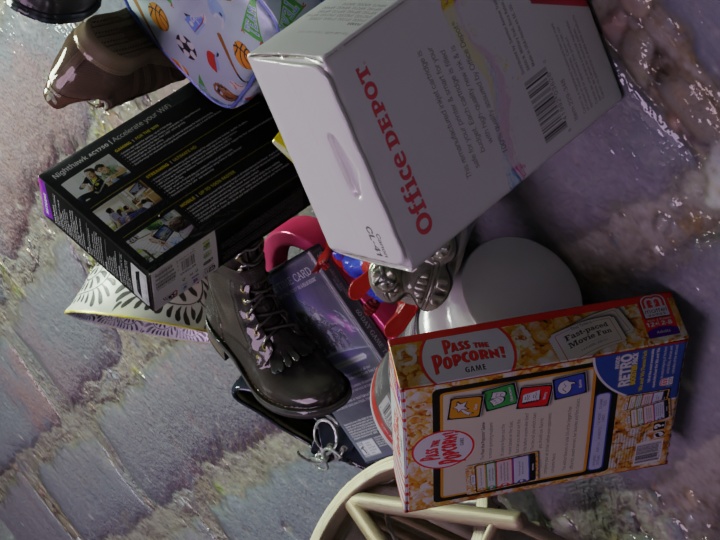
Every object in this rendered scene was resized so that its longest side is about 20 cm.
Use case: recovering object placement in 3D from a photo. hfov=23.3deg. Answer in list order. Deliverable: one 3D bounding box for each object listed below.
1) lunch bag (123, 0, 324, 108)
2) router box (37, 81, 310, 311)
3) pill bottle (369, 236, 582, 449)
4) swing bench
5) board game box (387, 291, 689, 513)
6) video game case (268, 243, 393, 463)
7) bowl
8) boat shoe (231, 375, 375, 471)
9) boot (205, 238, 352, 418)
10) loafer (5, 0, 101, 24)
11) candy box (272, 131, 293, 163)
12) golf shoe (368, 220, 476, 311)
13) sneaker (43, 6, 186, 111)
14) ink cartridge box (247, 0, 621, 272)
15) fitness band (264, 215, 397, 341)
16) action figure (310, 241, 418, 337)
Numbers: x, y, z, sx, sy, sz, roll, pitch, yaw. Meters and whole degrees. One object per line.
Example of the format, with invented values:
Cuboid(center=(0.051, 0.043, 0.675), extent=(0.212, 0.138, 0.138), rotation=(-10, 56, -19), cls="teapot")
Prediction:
Cuboid(center=(-0.109, -0.220, 1.341), extent=(0.160, 0.076, 0.200), rotation=(49, 155, 0), cls="lunch bag")
Cuboid(center=(-0.142, -0.073, 1.447), extent=(0.149, 0.200, 0.051), rotation=(39, 149, 28), cls="router box")
Cuboid(center=(0.088, 0.064, 1.324), extent=(0.116, 0.116, 0.200), rotation=(48, 148, 11), cls="pill bottle")
Cuboid(center=(0.098, 0.247, 1.443), extent=(0.199, 0.130, 0.200), rotation=(30, 176, -41), cls="swing bench")
Cuboid(center=(0.121, 0.095, 1.226), extent=(0.152, 0.199, 0.046), rotation=(88, 171, -49), cls="board game box")
Cuboid(center=(-0.015, 0.078, 1.554), extent=(0.200, 0.019, 0.143), rotation=(57, 151, -4), cls="video game case")
Cuboid(center=(-0.183, 0.015, 1.709), extent=(0.200, 0.200, 0.095), rotation=(-3, 77, 60), cls="bowl")
Cuboid(center=(-0.034, 0.153, 1.690), extent=(0.200, 0.062, 0.075), rotation=(37, 147, 9), cls="boat shoe")
Cuboid(center=(-0.091, 0.023, 1.519), extent=(0.200, 0.069, 0.175), rotation=(34, 146, 35), cls="boot")
Cuboid(center=(-0.221, -0.254, 1.373), extent=(0.073, 0.200, 0.072), rotation=(24, 123, -2), cls="loafer")
Cuboid(center=(0.015, -0.042, 1.326), extent=(0.102, 0.026, 0.200), rotation=(39, 178, 32), cls="candy box")
Cuboid(center=(0.058, -0.075, 1.223), extent=(0.078, 0.097, 0.201), rotation=(22, 108, 10), cls="golf shoe")
Cuboid(center=(-0.197, -0.172, 1.439), extent=(0.075, 0.200, 0.071), rotation=(-41, 81, 19), cls="sneaker")
Cuboid(center=(0.049, -0.118, 1.068), extent=(0.085, 0.200, 0.148), rotation=(14, 134, 52), cls="ink cartridge box")
Cuboid(center=(-0.012, 0.040, 1.560), extent=(0.200, 0.037, 0.144), rotation=(49, 154, 6), cls="fitness band")
Cuboid(center=(0.000, 0.000, 1.381), extent=(0.065, 0.052, 0.200), rotation=(42, -173, -15), cls="action figure")
